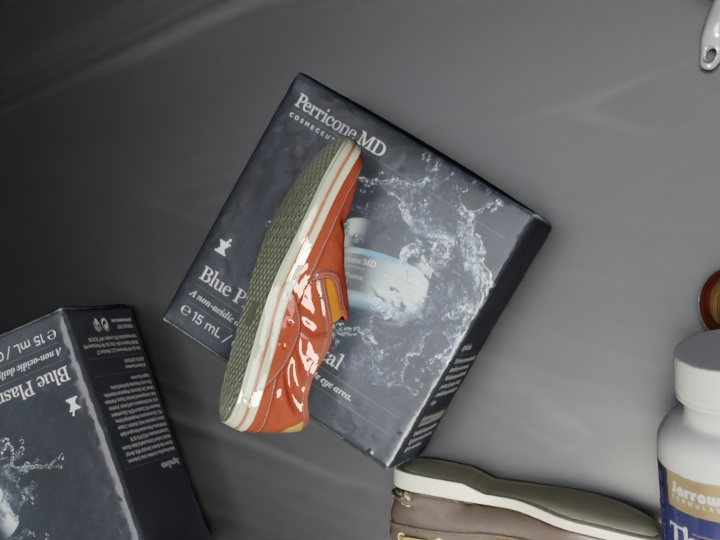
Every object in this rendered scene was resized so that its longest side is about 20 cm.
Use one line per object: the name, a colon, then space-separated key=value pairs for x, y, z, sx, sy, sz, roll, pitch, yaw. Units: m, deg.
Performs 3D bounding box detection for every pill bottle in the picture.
pill bottle: x=0.248 y=0.145 z=0.852 sx=0.109 sy=0.111 sz=0.203 roll=-3 pitch=106 yaw=14

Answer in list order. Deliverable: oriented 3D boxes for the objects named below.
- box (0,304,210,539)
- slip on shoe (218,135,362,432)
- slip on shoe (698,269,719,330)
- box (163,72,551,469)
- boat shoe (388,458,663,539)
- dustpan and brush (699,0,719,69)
box: x=-0.247 y=0.154 z=0.996 sx=0.195 sy=0.117 sz=0.202 roll=-23 pitch=84 yaw=13
slip on shoe: x=-0.035 y=0.011 z=0.863 sx=0.061 sy=0.074 sz=0.203 roll=18 pitch=87 yaw=-20
slip on shoe: x=0.320 y=0.054 z=0.879 sx=0.198 sy=0.061 sz=0.075 roll=25 pitch=93 yaw=12
box: x=0.000 y=0.000 z=0.942 sx=0.195 sy=0.117 sz=0.202 roll=31 pitch=95 yaw=13
boat shoe: x=0.114 y=0.183 z=0.934 sx=0.197 sy=0.072 sz=0.060 roll=10 pitch=98 yaw=18
dustpan and brush: x=0.265 y=-0.242 z=0.916 sx=0.138 sy=0.057 sz=0.203 roll=17 pitch=87 yaw=26
